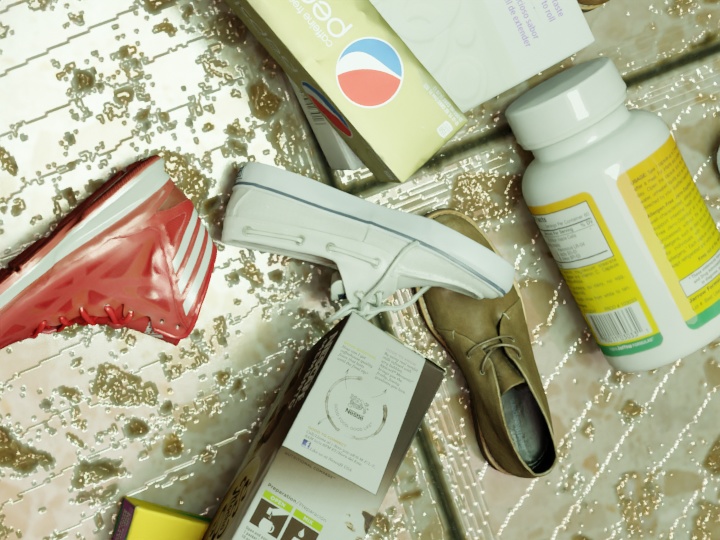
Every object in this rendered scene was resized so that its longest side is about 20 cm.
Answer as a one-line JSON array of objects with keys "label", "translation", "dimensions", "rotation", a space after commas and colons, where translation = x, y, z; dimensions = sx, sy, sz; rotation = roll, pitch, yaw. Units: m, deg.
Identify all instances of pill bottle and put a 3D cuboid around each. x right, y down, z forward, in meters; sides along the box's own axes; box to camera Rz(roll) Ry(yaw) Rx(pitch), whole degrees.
[{"label": "pill bottle", "translation": [0.181, -0.041, 1.494], "dimensions": [0.112, 0.113, 0.201], "rotation": [-31, 101, -12]}]

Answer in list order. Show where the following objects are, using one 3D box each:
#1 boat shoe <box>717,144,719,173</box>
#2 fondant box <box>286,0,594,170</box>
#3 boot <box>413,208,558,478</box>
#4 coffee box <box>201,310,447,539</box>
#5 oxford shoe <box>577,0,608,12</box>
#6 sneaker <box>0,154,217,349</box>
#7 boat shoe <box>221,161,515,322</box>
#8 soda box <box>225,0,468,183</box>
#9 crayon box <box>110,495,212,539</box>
[{"label": "boat shoe", "translation": [0.346, -0.050, 1.571], "dimensions": [0.200, 0.071, 0.070], "rotation": [38, 56, -11]}, {"label": "fondant box", "translation": [0.041, -0.177, 1.475], "dimensions": [0.199, 0.058, 0.145], "rotation": [-29, 100, -13]}, {"label": "boot", "translation": [0.094, 0.051, 1.496], "dimensions": [0.073, 0.075, 0.201], "rotation": [-23, 97, -8]}, {"label": "coffee box", "translation": [-0.034, 0.141, 1.406], "dimensions": [0.080, 0.113, 0.201], "rotation": [32, 61, -8]}, {"label": "oxford shoe", "translation": [0.191, -0.280, 1.505], "dimensions": [0.071, 0.071, 0.201], "rotation": [15, 88, -14]}, {"label": "sneaker", "translation": [-0.177, 0.026, 1.418], "dimensions": [0.200, 0.078, 0.116], "rotation": [-41, 101, -8]}, {"label": "boat shoe", "translation": [-0.001, -0.001, 1.441], "dimensions": [0.201, 0.075, 0.087], "rotation": [20, 80, 3]}, {"label": "soda box", "translation": [-0.022, -0.152, 1.395], "dimensions": [0.064, 0.068, 0.200], "rotation": [-43, 102, -7]}, {"label": "crayon box", "translation": [-0.104, 0.273, 1.463], "dimensions": [0.171, 0.058, 0.201], "rotation": [16, 88, -15]}]
